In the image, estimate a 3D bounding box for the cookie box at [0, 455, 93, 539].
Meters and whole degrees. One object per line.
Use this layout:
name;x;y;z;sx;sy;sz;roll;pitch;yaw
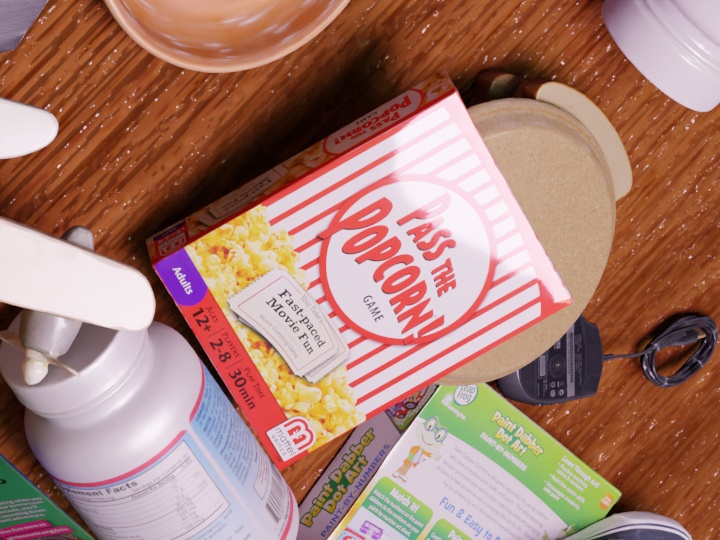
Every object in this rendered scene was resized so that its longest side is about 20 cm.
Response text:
cookie box;-0.203;0.208;1.570;0.075;0.200;0.172;-4;115;-36

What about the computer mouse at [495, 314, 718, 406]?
computer mouse;0.158;0.053;1.891;0.199;0.034;0.059;-4;97;-41

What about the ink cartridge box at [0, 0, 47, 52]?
ink cartridge box;-0.229;-0.151;1.412;0.197;0.200;0.047;-13;75;-30

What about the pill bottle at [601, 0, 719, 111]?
pill bottle;0.245;-0.197;1.738;0.113;0.114;0.200;21;123;-41

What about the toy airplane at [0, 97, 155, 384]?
toy airplane;-0.232;-0.007;1.510;0.199;0.141;0.200;-36;95;-26

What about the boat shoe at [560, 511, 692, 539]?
boat shoe;0.155;0.213;1.867;0.200;0.091;0.071;-8;116;-34

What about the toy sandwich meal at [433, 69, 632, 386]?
toy sandwich meal;0.072;-0.029;1.760;0.204;0.070;0.206;-14;118;-27

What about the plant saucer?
plant saucer;-0.070;-0.209;1.585;0.200;0.037;0.201;-16;120;-31

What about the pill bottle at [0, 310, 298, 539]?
pill bottle;-0.123;0.099;1.647;0.109;0.109;0.200;-42;129;-13

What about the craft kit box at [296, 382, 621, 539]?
craft kit box;0.049;0.173;1.855;0.198;0.048;0.200;-52;132;-1

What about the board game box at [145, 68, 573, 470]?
board game box;0.000;0.000;1.666;0.200;0.046;0.152;-30;112;3
